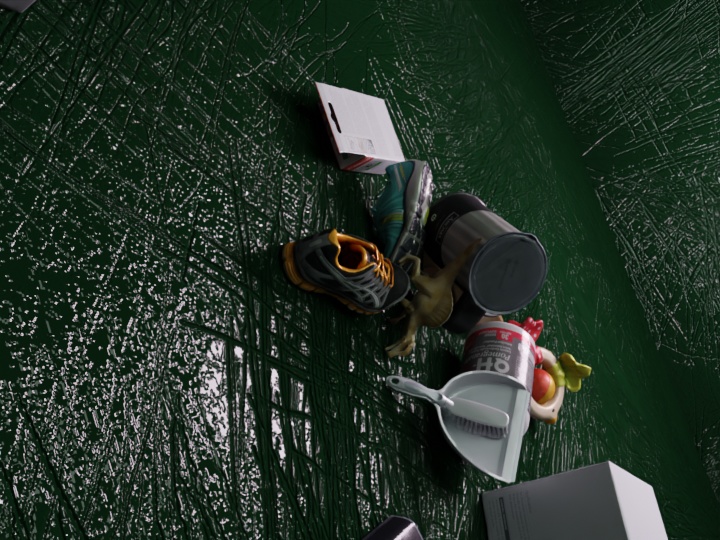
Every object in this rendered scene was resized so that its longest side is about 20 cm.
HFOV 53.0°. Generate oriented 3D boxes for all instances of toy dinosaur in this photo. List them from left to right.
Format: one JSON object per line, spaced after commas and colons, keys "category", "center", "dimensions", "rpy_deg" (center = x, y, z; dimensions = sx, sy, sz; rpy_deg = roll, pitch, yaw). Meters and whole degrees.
{"category": "toy dinosaur", "center": [0.092, 0.026, 0.970], "dimensions": [0.058, 0.201, 0.101], "rpy_deg": [22, 17, -48]}

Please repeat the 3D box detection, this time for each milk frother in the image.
{"category": "milk frother", "center": [0.199, 0.005, 1.053], "dimensions": [0.198, 0.182, 0.188], "rpy_deg": [10, 19, -20]}

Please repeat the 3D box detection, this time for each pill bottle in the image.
{"category": "pill bottle", "center": [0.196, 0.183, 1.063], "dimensions": [0.111, 0.110, 0.201], "rpy_deg": [49, 40, -29]}

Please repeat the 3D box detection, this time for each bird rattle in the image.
{"category": "bird rattle", "center": [0.327, 0.185, 1.313], "dimensions": [0.200, 0.112, 0.164], "rpy_deg": [40, 55, -35]}

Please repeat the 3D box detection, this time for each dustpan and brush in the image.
{"category": "dustpan and brush", "center": [0.125, 0.181, 0.950], "dimensions": [0.057, 0.198, 0.141], "rpy_deg": [101, 7, -61]}

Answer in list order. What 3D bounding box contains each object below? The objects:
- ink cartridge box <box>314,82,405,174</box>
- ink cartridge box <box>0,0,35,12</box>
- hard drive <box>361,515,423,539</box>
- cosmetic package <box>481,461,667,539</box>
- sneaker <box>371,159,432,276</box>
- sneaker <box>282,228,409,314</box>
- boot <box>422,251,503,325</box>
{"category": "ink cartridge box", "center": [-0.012, -0.204, 1.061], "dimensions": [0.199, 0.050, 0.110], "rpy_deg": [-8, 77, -60]}
{"category": "ink cartridge box", "center": [-0.289, -0.346, 0.592], "dimensions": [0.083, 0.145, 0.202], "rpy_deg": [6, 65, -59]}
{"category": "hard drive", "center": [0.052, 0.374, 0.760], "dimensions": [0.135, 0.042, 0.202], "rpy_deg": [-8, 77, -61]}
{"category": "cosmetic package", "center": [0.313, 0.373, 1.041], "dimensions": [0.199, 0.199, 0.124], "rpy_deg": [34, 43, -45]}
{"category": "sneaker", "center": [0.053, -0.068, 1.051], "dimensions": [0.078, 0.079, 0.202], "rpy_deg": [51, 47, -58]}
{"category": "sneaker", "center": [0.000, 0.000, 0.882], "dimensions": [0.199, 0.077, 0.079], "rpy_deg": [14, 56, -46]}
{"category": "boot", "center": [0.179, -0.006, 1.211], "dimensions": [0.201, 0.070, 0.145], "rpy_deg": [41, 45, -27]}
